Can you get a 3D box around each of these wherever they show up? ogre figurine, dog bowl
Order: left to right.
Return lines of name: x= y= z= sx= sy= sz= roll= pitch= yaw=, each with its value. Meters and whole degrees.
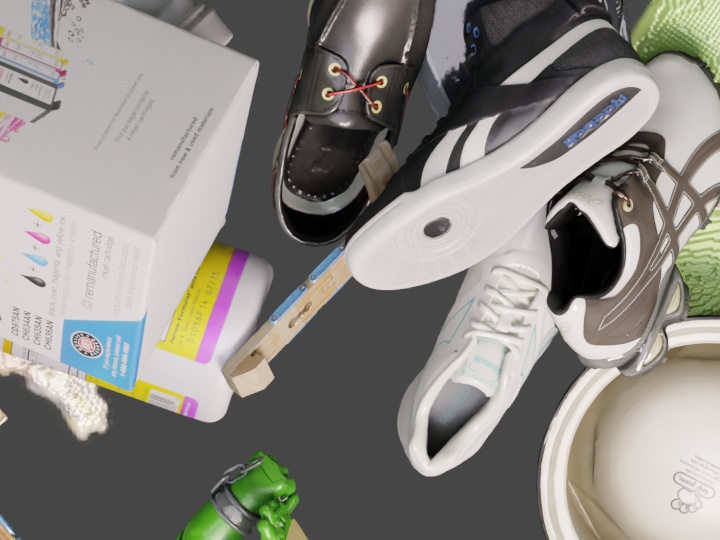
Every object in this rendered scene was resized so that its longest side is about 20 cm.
ogre figurine: x=-0.070 y=0.223 z=1.645 sx=0.120 sy=0.098 sz=0.200 roll=-29 pitch=82 yaw=21
dog bowl: x=0.204 y=0.117 z=1.635 sx=0.200 sy=0.074 sz=0.200 roll=0 pitch=102 yaw=2

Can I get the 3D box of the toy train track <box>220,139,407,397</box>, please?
toy train track: x=0.000 y=0.000 z=1.583 sx=0.033 sy=0.115 sz=0.200 roll=36 pitch=73 yaw=29

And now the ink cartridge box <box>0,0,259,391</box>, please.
ink cartridge box: x=-0.181 y=-0.061 z=1.500 sx=0.200 sy=0.145 sz=0.147 roll=23 pitch=144 yaw=6

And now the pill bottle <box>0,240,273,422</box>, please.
pill bottle: x=-0.159 y=0.011 z=1.613 sx=0.200 sy=0.104 sz=0.104 roll=20 pitch=102 yaw=-2

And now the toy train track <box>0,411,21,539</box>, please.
toy train track: x=-0.240 y=0.147 z=1.681 sx=0.115 sy=0.033 sz=0.200 roll=-39 pitch=101 yaw=2

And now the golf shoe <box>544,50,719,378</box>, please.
golf shoe: x=0.156 y=-0.043 z=1.562 sx=0.078 sy=0.094 sz=0.200 roll=-1 pitch=67 yaw=37

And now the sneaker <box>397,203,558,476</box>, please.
sneaker: x=0.084 y=0.037 z=1.621 sx=0.070 sy=0.080 sz=0.200 roll=25 pitch=100 yaw=-1

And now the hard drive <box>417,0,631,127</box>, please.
hard drive: x=0.078 y=-0.189 z=1.592 sx=0.135 sy=0.042 sz=0.200 roll=-14 pitch=101 yaw=5

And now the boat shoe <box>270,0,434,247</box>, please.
boat shoe: x=-0.003 y=-0.103 z=1.566 sx=0.074 sy=0.063 sz=0.201 roll=11 pitch=126 yaw=-13

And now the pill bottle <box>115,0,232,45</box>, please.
pill bottle: x=-0.169 y=-0.184 z=1.571 sx=0.109 sy=0.109 sz=0.200 roll=-39 pitch=98 yaw=9

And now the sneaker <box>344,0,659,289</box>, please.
sneaker: x=0.065 y=-0.080 z=1.547 sx=0.200 sy=0.112 sz=0.073 roll=-34 pitch=141 yaw=9

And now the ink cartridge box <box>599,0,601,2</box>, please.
ink cartridge box: x=0.141 y=-0.253 z=1.521 sx=0.116 sy=0.068 sz=0.200 roll=22 pitch=88 yaw=-30
